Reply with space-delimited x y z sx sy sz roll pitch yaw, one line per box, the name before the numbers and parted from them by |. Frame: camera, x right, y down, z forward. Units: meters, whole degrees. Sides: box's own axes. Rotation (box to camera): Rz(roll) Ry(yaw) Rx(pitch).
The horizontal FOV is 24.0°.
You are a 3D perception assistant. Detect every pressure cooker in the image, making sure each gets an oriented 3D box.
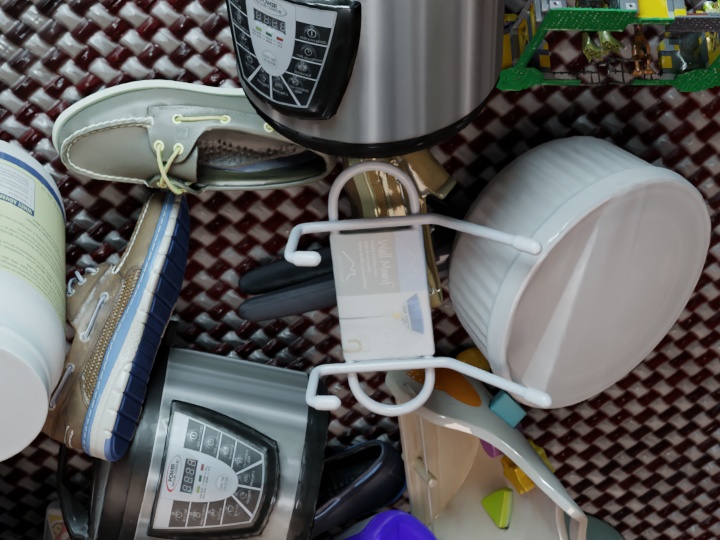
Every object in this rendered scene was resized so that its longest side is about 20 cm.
pressure cooker | -0.134 0.151 1.313 0.198 0.177 0.180 12 130 -7
pressure cooker | 0.002 -0.194 1.023 0.174 0.180 0.201 -7 135 -7

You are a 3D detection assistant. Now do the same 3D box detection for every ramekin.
ramekin | 0.152 -0.006 1.243 0.201 0.094 0.204 -25 137 -26

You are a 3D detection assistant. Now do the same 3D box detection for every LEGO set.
LEGO set | 0.173 -0.198 1.129 0.197 0.117 0.154 -3 162 -3

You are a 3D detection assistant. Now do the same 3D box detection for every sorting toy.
sorting toy | 0.118 0.176 1.372 0.106 0.180 0.201 -31 139 -22

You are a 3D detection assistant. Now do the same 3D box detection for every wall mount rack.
wall mount rack | 0.041 0.028 1.163 0.172 0.075 0.202 -4 117 7

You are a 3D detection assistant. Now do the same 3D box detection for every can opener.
can opener | 0.000 0.000 1.282 0.198 0.064 0.079 -17 128 5

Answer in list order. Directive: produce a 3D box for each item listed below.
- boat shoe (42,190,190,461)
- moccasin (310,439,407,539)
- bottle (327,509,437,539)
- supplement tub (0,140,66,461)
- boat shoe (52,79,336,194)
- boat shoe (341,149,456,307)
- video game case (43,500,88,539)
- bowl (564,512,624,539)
boat shoe | -0.179 0.031 1.218 0.072 0.202 0.072 14 164 10
moccasin | -0.059 0.190 1.443 0.199 0.081 0.068 -28 143 -2
bottle | 0.003 0.264 1.474 0.084 0.065 0.200 47 150 -2
supplement tub | -0.273 0.019 1.158 0.143 0.201 0.146 -5 133 -5
boat shoe | -0.115 -0.088 1.184 0.199 0.061 0.073 -3 133 -7
boat shoe | 0.031 -0.066 1.195 0.075 0.072 0.202 2 117 14
video game case | -0.173 0.296 1.417 0.197 0.023 0.184 9 102 5
bowl | 0.167 0.328 1.583 0.198 0.106 0.202 -5 132 -5
